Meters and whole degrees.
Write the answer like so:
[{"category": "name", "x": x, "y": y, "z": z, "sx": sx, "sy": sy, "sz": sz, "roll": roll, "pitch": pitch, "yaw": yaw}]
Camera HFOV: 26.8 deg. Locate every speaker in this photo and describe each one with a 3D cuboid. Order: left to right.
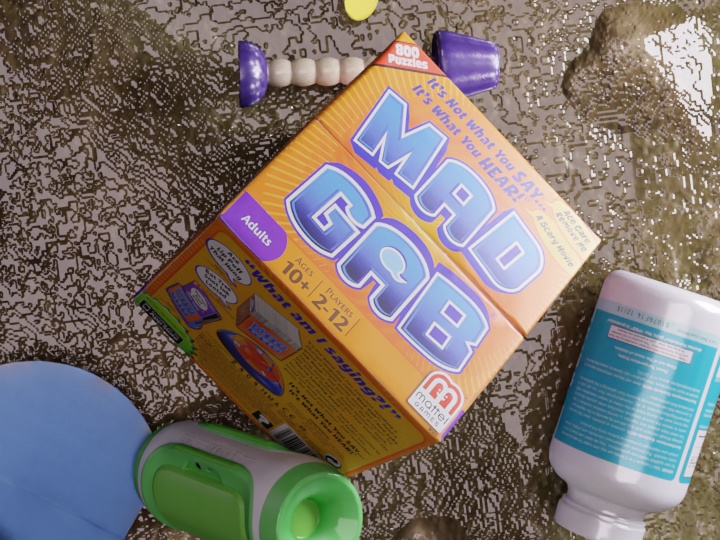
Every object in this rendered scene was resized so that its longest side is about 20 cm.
[{"category": "speaker", "x": -0.086, "y": 0.162, "z": 1.093, "sx": 0.088, "sy": 0.200, "sz": 0.089, "roll": -5, "pitch": 98, "yaw": -36}]

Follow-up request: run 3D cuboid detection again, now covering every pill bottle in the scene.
[{"category": "pill bottle", "x": 0.212, "y": 0.109, "z": 1.162, "sx": 0.110, "sy": 0.111, "sz": 0.201, "roll": 18, "pitch": 92, "yaw": -6}]

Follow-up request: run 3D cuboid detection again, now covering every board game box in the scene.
[{"category": "board game box", "x": -0.251, "y": 0.166, "z": 1.164, "sx": 0.158, "sy": 0.039, "sz": 0.201, "roll": 30, "pitch": 90, "yaw": -17}, {"category": "board game box", "x": 0.000, "y": 0.000, "z": 1.060, "sx": 0.200, "sy": 0.200, "sz": 0.200, "roll": 46, "pitch": 62, "yaw": -6}]

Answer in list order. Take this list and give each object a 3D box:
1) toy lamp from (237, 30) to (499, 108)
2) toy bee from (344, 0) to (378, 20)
[{"category": "toy lamp", "x": 0.006, "y": -0.155, "z": 1.156, "sx": 0.199, "sy": 0.058, "sz": 0.059, "roll": -1, "pitch": 94, "yaw": -5}, {"category": "toy bee", "x": 0.036, "y": -0.240, "z": 1.141, "sx": 0.131, "sy": 0.109, "sz": 0.200, "roll": -46, "pitch": 71, "yaw": 8}]
